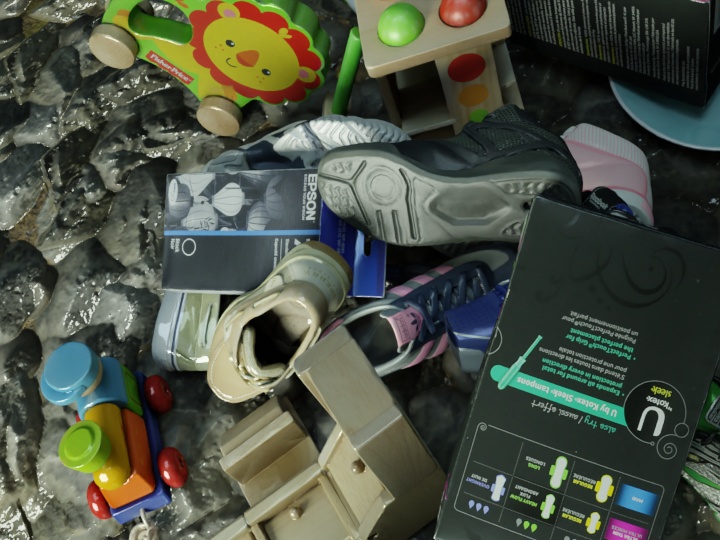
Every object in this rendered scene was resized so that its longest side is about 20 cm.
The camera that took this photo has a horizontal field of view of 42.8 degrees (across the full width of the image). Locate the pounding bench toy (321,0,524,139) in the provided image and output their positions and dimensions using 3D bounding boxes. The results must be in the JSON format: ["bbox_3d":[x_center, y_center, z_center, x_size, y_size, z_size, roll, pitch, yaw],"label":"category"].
[{"bbox_3d":[0.036,-0.194,0.830,0.196,0.157,0.126,-15,58,10],"label":"pounding bench toy"}]

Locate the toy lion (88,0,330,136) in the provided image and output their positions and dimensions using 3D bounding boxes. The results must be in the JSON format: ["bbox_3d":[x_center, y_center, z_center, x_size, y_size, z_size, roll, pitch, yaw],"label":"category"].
[{"bbox_3d":[-0.133,-0.219,0.867,0.190,0.198,0.070,-24,43,50],"label":"toy lion"}]

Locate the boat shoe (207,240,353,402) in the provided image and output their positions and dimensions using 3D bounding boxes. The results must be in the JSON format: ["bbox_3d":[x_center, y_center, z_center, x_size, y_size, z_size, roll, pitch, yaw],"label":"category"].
[{"bbox_3d":[-0.076,0.056,0.710,0.072,0.200,0.065,38,45,-8],"label":"boat shoe"}]

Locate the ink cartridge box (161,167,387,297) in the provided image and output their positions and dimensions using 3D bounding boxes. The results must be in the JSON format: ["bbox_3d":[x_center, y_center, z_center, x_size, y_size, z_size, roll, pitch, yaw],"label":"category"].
[{"bbox_3d":[-0.073,-0.030,0.746,0.196,0.039,0.102,0,85,25],"label":"ink cartridge box"}]

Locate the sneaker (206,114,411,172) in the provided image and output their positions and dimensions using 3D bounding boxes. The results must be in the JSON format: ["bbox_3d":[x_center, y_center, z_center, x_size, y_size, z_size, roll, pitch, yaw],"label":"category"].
[{"bbox_3d":[-0.026,-0.101,0.814,0.196,0.081,0.130,-15,15,30],"label":"sneaker"}]

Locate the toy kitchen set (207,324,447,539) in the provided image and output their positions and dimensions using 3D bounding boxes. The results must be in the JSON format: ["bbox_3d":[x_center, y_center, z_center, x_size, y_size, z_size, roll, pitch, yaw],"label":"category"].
[{"bbox_3d":[-0.066,0.135,0.665,0.198,0.181,0.164,-35,56,-3],"label":"toy kitchen set"}]

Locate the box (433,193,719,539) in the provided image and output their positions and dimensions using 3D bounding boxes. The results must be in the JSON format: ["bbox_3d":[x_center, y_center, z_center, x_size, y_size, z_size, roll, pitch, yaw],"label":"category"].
[{"bbox_3d":[0.133,0.068,0.559,0.122,0.148,0.204,17,96,9],"label":"box"}]

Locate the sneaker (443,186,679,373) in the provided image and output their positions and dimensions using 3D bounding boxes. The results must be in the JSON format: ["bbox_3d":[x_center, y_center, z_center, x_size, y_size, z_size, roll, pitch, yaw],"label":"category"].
[{"bbox_3d":[0.154,0.001,0.680,0.195,0.118,0.081,-10,20,-8],"label":"sneaker"}]

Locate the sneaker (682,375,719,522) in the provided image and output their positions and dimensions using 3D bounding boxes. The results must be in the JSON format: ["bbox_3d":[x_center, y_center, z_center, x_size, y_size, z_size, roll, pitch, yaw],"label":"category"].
[{"bbox_3d":[0.250,0.126,0.622,0.198,0.086,0.078,32,75,30],"label":"sneaker"}]

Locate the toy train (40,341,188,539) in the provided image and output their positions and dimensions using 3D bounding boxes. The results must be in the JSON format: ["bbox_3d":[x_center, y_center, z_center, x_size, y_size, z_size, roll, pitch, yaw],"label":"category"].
[{"bbox_3d":[-0.196,0.160,0.731,0.083,0.116,0.203,-23,57,4],"label":"toy train"}]

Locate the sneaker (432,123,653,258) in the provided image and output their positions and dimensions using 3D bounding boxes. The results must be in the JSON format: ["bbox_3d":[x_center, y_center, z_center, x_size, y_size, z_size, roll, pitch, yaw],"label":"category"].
[{"bbox_3d":[0.149,-0.065,0.776,0.196,0.076,0.106,-2,45,26],"label":"sneaker"}]

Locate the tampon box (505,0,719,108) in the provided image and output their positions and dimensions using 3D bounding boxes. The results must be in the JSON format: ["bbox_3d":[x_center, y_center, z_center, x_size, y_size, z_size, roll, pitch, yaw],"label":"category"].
[{"bbox_3d":[0.238,-0.263,0.790,0.198,0.127,0.151,28,72,29],"label":"tampon box"}]

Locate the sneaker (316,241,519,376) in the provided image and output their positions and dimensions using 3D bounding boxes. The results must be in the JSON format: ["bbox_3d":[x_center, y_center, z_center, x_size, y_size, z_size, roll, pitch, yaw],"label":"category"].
[{"bbox_3d":[0.054,0.038,0.728,0.197,0.082,0.071,-29,87,5],"label":"sneaker"}]

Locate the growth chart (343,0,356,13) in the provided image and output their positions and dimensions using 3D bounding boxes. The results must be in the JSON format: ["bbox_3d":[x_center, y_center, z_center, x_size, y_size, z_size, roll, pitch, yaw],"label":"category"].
[{"bbox_3d":[0.071,-0.323,0.975,0.198,0.018,0.146,-31,57,-1],"label":"growth chart"}]

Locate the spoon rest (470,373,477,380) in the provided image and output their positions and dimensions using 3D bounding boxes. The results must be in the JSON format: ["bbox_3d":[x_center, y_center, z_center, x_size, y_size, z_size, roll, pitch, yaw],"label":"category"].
[{"bbox_3d":[0.113,0.151,0.668,0.097,0.061,0.203,-16,57,9],"label":"spoon rest"}]

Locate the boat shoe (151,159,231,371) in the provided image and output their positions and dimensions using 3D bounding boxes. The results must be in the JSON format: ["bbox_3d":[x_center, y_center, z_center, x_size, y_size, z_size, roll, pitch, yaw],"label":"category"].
[{"bbox_3d":[-0.135,-0.003,0.841,0.061,0.072,0.204,9,74,8],"label":"boat shoe"}]

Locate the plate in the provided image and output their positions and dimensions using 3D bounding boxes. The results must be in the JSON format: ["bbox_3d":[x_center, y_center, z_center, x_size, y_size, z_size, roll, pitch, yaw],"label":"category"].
[{"bbox_3d":[0.319,-0.184,0.810,0.196,0.026,0.204,-9,59,15],"label":"plate"}]

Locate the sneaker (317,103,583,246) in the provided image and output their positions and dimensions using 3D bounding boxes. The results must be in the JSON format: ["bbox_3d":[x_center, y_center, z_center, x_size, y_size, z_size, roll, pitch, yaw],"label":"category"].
[{"bbox_3d":[0.070,-0.074,0.696,0.195,0.078,0.115,1,29,16],"label":"sneaker"}]

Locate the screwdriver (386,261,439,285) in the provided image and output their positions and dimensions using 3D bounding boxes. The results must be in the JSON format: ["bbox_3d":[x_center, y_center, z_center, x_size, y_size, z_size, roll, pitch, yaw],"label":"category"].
[{"bbox_3d":[0.000,0.000,0.807,0.196,0.028,0.029,7,35,18],"label":"screwdriver"}]
